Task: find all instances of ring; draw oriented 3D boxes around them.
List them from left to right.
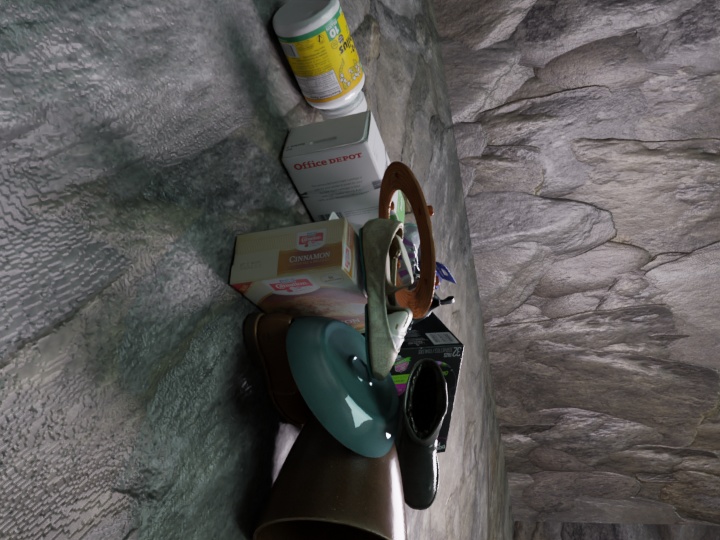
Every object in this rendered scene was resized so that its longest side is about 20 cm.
[{"bbox_3d":[0.061,-0.039,0.751,0.200,0.019,0.203,172,-90,-76],"label":"ring"}]

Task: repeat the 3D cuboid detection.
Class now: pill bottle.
[{"bbox_3d":[-0.058,-0.345,0.976,0.201,0.112,0.114,64,27,-45],"label":"pill bottle"}]

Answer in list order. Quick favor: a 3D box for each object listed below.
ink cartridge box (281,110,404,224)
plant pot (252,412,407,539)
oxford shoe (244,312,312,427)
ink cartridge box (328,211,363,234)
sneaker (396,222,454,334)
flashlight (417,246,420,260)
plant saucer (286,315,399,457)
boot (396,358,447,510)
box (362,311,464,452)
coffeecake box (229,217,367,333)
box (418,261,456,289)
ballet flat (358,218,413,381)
[{"bbox_3d":[-0.022,-0.148,0.961,0.201,0.145,0.085,64,25,-45],"label":"ink cartridge box"},{"bbox_3d":[-0.022,0.261,0.755,0.201,0.185,0.188,-79,154,-44],"label":"plant pot"},{"bbox_3d":[-0.088,0.140,0.785,0.072,0.071,0.201,-76,155,-50],"label":"oxford shoe"},{"bbox_3d":[0.000,0.000,0.962,0.200,0.067,0.117,43,64,-56],"label":"ink cartridge box"},{"bbox_3d":[0.087,0.017,0.908,0.201,0.139,0.078,-60,146,-25],"label":"sneaker"},{"bbox_3d":[0.059,-0.079,1.131,0.067,0.200,0.069,-6,122,-32],"label":"flashlight"},{"bbox_3d":[-0.010,0.132,0.732,0.200,0.036,0.201,44,20,-21],"label":"plant saucer"},{"bbox_3d":[0.082,0.222,0.764,0.200,0.072,0.184,100,-11,-72],"label":"boot"},{"bbox_3d":[0.064,0.185,0.946,0.124,0.147,0.202,-129,-139,-62],"label":"box"},{"bbox_3d":[-0.056,0.020,0.788,0.200,0.152,0.074,52,35,-56],"label":"coffeecake box"},{"bbox_3d":[0.092,-0.015,1.188,0.033,0.199,0.121,-63,153,-9],"label":"box"},{"bbox_3d":[0.035,0.034,0.715,0.067,0.062,0.202,8,77,-73],"label":"ballet flat"}]
